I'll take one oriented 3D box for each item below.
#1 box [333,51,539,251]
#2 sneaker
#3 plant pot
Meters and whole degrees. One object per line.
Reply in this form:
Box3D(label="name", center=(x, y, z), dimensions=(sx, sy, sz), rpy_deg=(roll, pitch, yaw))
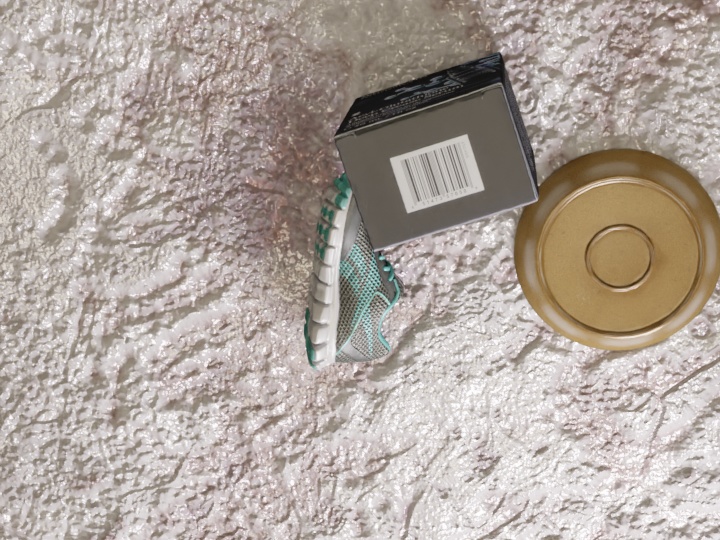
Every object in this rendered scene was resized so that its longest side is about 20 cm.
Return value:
Box3D(label="box", center=(0.070, -0.109, 1.293), dimensions=(0.148, 0.200, 0.107), rpy_deg=(-17, 103, 9))
Box3D(label="sneaker", center=(0.000, 0.000, 1.409), dimensions=(0.091, 0.078, 0.201), rpy_deg=(4, 111, -12))
Box3D(label="plant pot", center=(0.246, -0.015, 1.395), dimensions=(0.199, 0.027, 0.201), rpy_deg=(2, 107, 5))
